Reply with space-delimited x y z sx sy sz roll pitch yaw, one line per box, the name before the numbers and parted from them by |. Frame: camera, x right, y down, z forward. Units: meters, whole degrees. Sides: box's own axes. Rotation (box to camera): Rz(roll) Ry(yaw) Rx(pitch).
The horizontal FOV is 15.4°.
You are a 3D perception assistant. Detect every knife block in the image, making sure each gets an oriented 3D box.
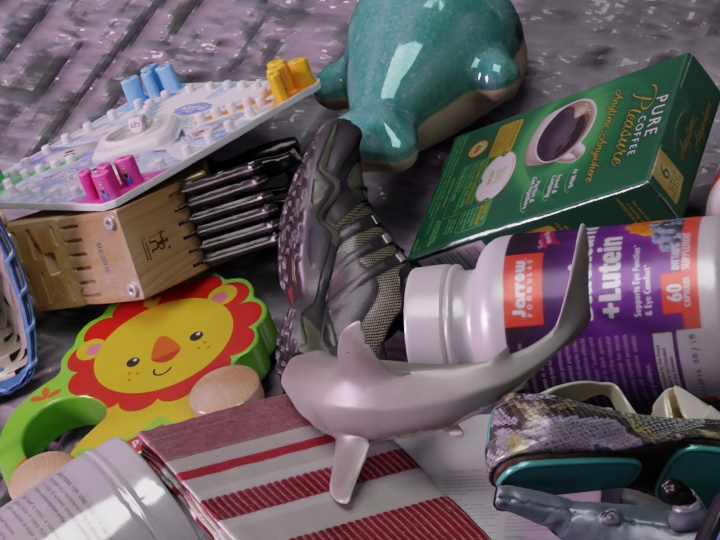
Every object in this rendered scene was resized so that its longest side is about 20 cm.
knife block | -0.125 -0.035 1.812 0.199 0.064 0.175 -7 14 46

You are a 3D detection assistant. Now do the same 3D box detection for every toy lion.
toy lion | -0.142 0.081 1.715 0.199 0.069 0.192 -26 36 -6

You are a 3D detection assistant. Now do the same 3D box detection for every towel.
towel | -0.022 0.136 1.528 0.143 0.023 0.200 -13 36 -30

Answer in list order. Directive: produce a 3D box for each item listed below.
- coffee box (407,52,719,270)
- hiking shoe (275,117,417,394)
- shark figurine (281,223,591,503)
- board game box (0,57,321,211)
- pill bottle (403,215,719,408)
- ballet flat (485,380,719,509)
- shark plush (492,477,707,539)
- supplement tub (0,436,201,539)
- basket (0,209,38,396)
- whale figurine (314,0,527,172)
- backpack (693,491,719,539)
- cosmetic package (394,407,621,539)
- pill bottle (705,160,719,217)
coffee box | 0.131 -0.059 1.710 0.199 0.044 0.123 -19 35 38
hiking shoe | 0.000 0.000 1.711 0.100 0.076 0.201 8 69 -13
shark figurine | 0.034 0.051 1.517 0.213 0.090 0.129 -16 33 22
board game box | -0.158 -0.097 1.844 0.200 0.026 0.199 -32 22 -34
pill bottle | 0.132 0.030 1.620 0.199 0.112 0.112 -6 44 15
ballet flat | 0.164 0.096 1.517 0.199 0.072 0.072 6 38 -19
shark plush | 0.176 0.139 1.475 0.199 0.084 0.091 22 48 8
supplement tub | -0.190 0.203 1.548 0.199 0.132 0.132 -33 44 -14
basket | -0.287 0.023 1.738 0.138 0.177 0.200 -15 31 0
whale figurine | 0.033 -0.141 1.820 0.158 0.104 0.200 0 33 30
backpack | 0.242 0.207 1.353 0.190 0.154 0.201 26 64 7
cosmetic package | 0.050 0.156 1.566 0.199 0.052 0.151 -4 46 17
pill bottle | 0.293 -0.090 1.681 0.115 0.116 0.201 2 47 23
